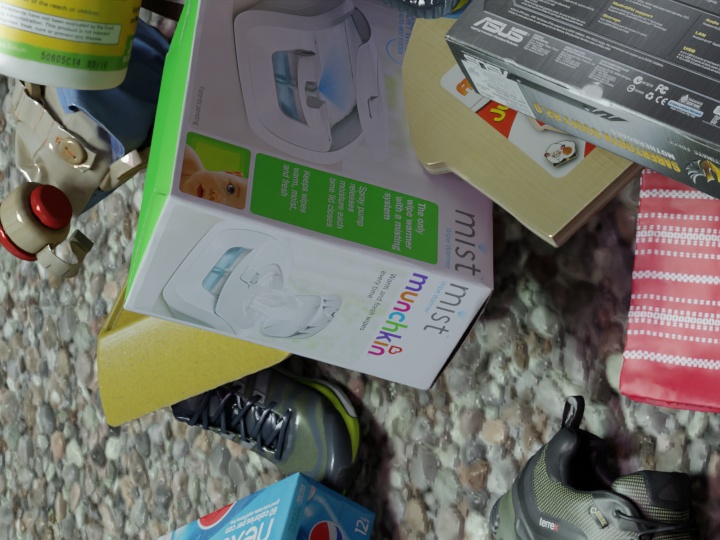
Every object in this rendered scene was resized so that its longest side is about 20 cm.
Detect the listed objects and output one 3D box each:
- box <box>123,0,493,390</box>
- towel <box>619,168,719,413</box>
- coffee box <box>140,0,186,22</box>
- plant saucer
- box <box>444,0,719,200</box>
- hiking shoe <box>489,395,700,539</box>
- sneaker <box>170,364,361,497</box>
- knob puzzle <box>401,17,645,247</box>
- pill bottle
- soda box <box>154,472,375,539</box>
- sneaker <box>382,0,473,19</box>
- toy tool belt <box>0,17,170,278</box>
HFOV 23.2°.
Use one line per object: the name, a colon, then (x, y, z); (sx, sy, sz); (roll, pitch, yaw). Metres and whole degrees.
box: (-0.023, -0.056, 0.950); (0.097, 0.175, 0.201); (119, 162, -45)
towel: (0.195, -0.024, 0.889); (0.144, 0.022, 0.202); (9, 98, 46)
coffee box: (-0.094, -0.203, 1.128); (0.199, 0.114, 0.080); (27, 110, 44)
plant saucer: (-0.083, -0.016, 1.088); (0.199, 0.048, 0.201); (-23, 35, 45)
box: (0.161, -0.126, 0.837); (0.199, 0.048, 0.159); (28, 73, 40)
hiking shoe: (0.145, 0.156, 0.908); (0.200, 0.075, 0.101); (46, 126, 37)
sneaker: (-0.077, 0.090, 1.141); (0.199, 0.081, 0.075); (31, 114, 41)
knob puzzle: (0.107, -0.117, 0.915); (0.218, 0.030, 0.221); (-15, 52, 20)
pill bottle: (-0.175, -0.219, 1.051); (0.111, 0.110, 0.202); (30, 112, 42)
soda box: (-0.078, 0.197, 1.132); (0.200, 0.064, 0.068); (-30, 36, 47)
sneaker: (0.015, -0.190, 0.958); (0.200, 0.078, 0.066); (33, 126, 38)
toy tool belt: (-0.170, -0.101, 1.180); (0.123, 0.125, 0.201); (-34, 23, 32)
